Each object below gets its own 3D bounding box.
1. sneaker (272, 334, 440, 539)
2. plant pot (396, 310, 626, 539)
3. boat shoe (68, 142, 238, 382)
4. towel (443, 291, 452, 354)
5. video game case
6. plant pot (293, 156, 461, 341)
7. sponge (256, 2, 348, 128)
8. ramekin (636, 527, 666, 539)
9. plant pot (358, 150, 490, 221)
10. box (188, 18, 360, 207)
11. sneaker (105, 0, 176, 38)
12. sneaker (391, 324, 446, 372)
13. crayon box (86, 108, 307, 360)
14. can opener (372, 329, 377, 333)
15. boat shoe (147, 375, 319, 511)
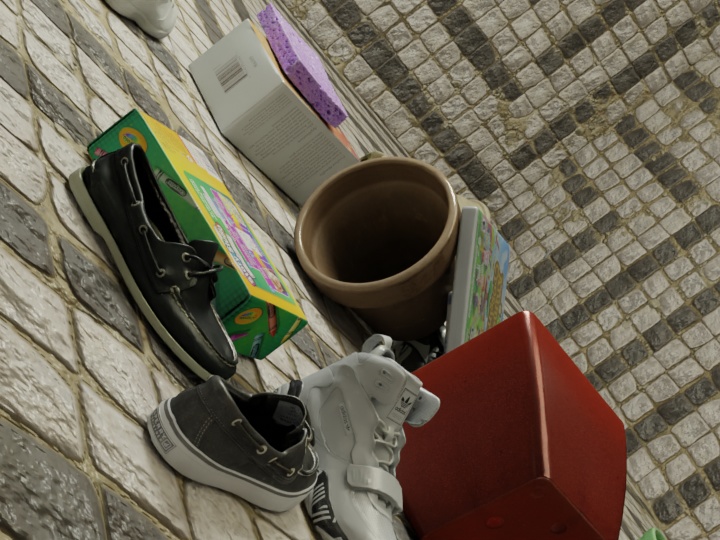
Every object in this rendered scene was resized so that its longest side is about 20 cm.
[{"bbox_3d":[0.011,0.139,0.954,0.075,0.115,0.200,42,14,-49],"label":"sneaker"},{"bbox_3d":[0.140,0.198,1.195,0.200,0.200,0.176,48,21,-30],"label":"plant pot"},{"bbox_3d":[-0.137,-0.010,0.925,0.199,0.066,0.075,56,9,18],"label":"boat shoe"},{"bbox_3d":[0.125,0.127,1.514,0.147,0.024,0.200,24,69,-70],"label":"towel"},{"bbox_3d":[0.140,0.045,1.476,0.182,0.022,0.200,37,58,-67],"label":"video game case"},{"bbox_3d":[0.041,-0.007,1.503,0.200,0.200,0.175,61,-1,43],"label":"plant pot"},{"bbox_3d":[-0.079,-0.276,1.680,0.112,0.030,0.200,46,11,-35],"label":"sponge"},{"bbox_3d":[0.408,0.466,1.729,0.200,0.098,0.200,56,14,-21],"label":"ramekin"},{"bbox_3d":[0.053,-0.069,1.822,0.183,0.200,0.200,36,15,-23],"label":"plant pot"},{"bbox_3d":[-0.114,-0.208,1.682,0.200,0.106,0.152,42,14,-50],"label":"box"},{"bbox_3d":[-0.254,-0.348,1.559,0.075,0.088,0.200,52,8,5],"label":"sneaker"},{"bbox_3d":[0.087,0.107,1.545,0.066,0.090,0.200,53,8,-13],"label":"sneaker"},{"bbox_3d":[-0.134,-0.028,1.040,0.200,0.058,0.119,57,10,22],"label":"crayon box"},{"bbox_3d":[0.000,0.000,1.638,0.200,0.053,0.066,56,10,20],"label":"can opener"},{"bbox_3d":[-0.065,0.108,0.838,0.070,0.066,0.200,58,10,29],"label":"boat shoe"}]
